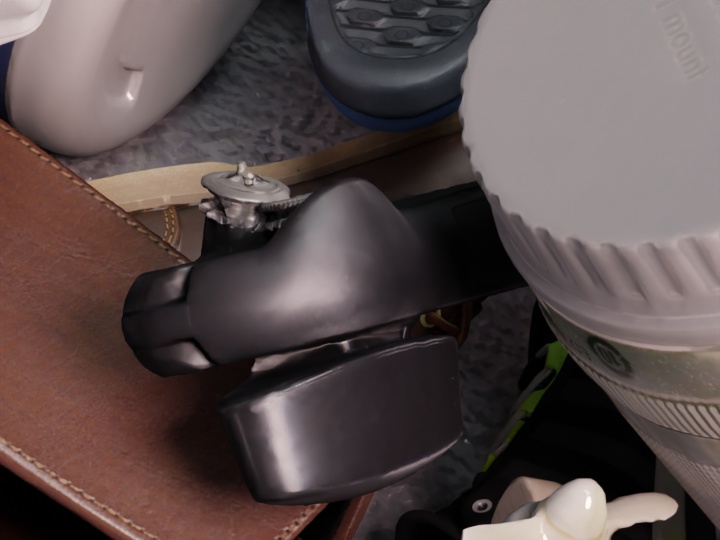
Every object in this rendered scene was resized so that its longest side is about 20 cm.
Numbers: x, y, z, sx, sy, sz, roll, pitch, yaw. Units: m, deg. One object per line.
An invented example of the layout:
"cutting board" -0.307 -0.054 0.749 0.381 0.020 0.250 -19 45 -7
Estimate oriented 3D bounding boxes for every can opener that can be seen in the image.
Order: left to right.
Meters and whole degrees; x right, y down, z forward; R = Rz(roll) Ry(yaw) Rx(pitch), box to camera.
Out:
"can opener" 0.014 -0.001 0.709 0.063 0.079 0.200 0 14 33

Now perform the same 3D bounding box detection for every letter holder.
"letter holder" -0.117 0.046 0.704 0.200 0.101 0.142 36 44 13

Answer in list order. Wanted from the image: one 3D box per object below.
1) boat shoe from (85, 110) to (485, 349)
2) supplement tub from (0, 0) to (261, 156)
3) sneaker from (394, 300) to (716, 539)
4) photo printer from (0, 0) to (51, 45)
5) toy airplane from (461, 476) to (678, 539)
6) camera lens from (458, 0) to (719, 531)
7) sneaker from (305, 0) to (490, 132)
"boat shoe" 0.000 0.000 0.811 0.200 0.070 0.070 -14 65 -7
"supplement tub" -0.125 -0.144 0.861 0.200 0.145 0.145 35 42 12
"sneaker" 0.052 0.064 0.787 0.083 0.072 0.200 10 43 -12
"photo printer" -0.171 -0.108 0.718 0.199 0.070 0.167 -10 38 11
"toy airplane" 0.059 0.143 0.615 0.141 0.200 0.200 30 77 -35
"camera lens" 0.134 -0.004 0.685 0.200 0.160 0.160 48 26 -38
"sneaker" 0.019 -0.084 0.843 0.066 0.079 0.200 3 34 2
